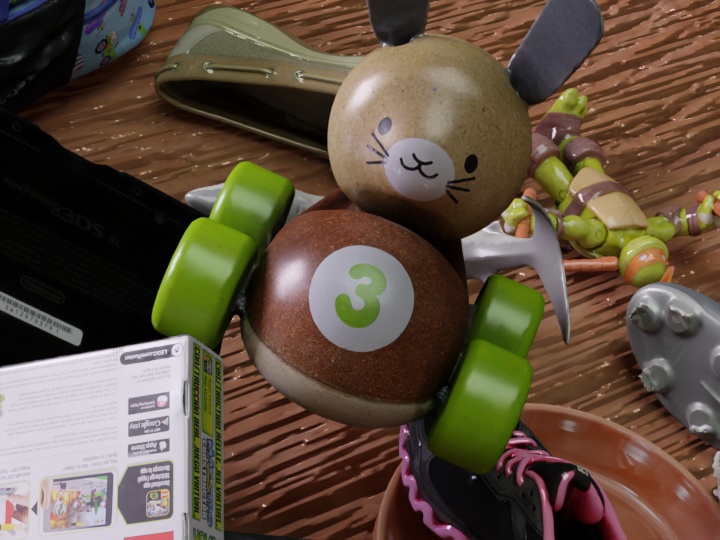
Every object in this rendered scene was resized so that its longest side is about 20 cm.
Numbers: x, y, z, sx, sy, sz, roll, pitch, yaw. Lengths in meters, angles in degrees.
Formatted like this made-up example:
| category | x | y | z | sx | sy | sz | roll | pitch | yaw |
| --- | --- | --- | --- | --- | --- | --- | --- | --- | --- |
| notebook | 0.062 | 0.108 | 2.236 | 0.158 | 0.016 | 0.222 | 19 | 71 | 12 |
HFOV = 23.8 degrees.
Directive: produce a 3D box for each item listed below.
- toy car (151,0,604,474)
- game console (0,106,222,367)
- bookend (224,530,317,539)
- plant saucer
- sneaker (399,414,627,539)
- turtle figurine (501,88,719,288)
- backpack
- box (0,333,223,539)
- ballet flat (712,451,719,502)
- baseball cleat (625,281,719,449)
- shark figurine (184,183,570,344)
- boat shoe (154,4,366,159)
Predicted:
| category | x | y | z | sx | sy | sz | roll | pitch | yaw |
| --- | --- | --- | --- | --- | --- | --- | --- | --- | --- |
| toy car | 0.025 | -0.044 | 0.755 | 0.163 | 0.202 | 0.158 | 23 | 23 | 1 |
| game console | -0.170 | -0.014 | 0.839 | 0.199 | 0.116 | 0.178 | 27 | 55 | -27 |
| bookend | 0.002 | 0.211 | 0.727 | 0.196 | 0.093 | 0.202 | 7 | 46 | -14 |
| plant saucer | 0.101 | 0.156 | 0.850 | 0.198 | 0.032 | 0.202 | 10 | 47 | -10 |
| sneaker | 0.083 | 0.110 | 0.794 | 0.078 | 0.096 | 0.201 | -12 | 46 | -23 |
| turtle figurine | 0.146 | -0.041 | 1.018 | 0.198 | 0.065 | 0.162 | -7 | 46 | -29 |
| backpack | -0.211 | -0.189 | 0.988 | 0.182 | 0.135 | 0.199 | 40 | 47 | 17 |
| box | -0.154 | 0.098 | 0.723 | 0.198 | 0.035 | 0.111 | -9 | 67 | 19 |
| ballet flat | 0.266 | 0.135 | 0.847 | 0.198 | 0.064 | 0.076 | 22 | 83 | 17 |
| baseball cleat | 0.238 | 0.074 | 0.955 | 0.200 | 0.070 | 0.106 | 45 | 37 | 16 |
| shark figurine | 0.021 | 0.004 | 0.921 | 0.212 | 0.128 | 0.091 | 9 | 85 | 18 |
| boat shoe | -0.023 | -0.092 | 1.006 | 0.199 | 0.074 | 0.063 | 25 | 53 | 9 |
